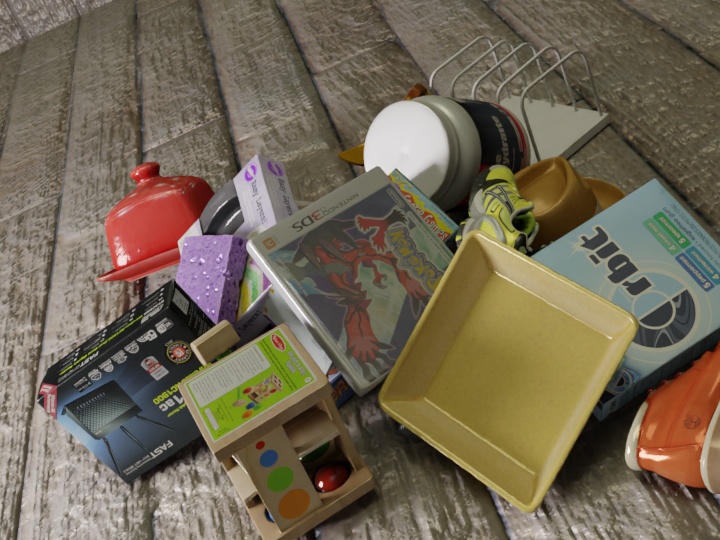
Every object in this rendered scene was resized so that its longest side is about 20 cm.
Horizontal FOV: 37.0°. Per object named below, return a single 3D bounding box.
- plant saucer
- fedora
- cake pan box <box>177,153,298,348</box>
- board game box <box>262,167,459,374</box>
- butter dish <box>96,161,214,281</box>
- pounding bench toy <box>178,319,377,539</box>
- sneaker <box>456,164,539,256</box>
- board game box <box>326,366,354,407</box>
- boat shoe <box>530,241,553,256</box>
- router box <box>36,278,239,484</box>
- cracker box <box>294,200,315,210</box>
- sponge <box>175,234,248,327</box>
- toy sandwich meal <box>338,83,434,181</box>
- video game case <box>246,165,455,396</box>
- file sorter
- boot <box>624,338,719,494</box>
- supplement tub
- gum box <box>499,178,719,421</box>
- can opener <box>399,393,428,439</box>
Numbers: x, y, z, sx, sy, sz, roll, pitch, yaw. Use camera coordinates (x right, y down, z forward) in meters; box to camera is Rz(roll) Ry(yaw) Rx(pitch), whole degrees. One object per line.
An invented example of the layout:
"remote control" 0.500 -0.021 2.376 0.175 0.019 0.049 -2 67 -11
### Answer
"plant saucer" 0.141 0.093 1.021 0.199 0.048 0.202 31 94 33
"fedora" 0.221 -0.072 1.271 0.198 0.083 0.202 -17 32 11
"cake pan box" -0.146 -0.018 1.344 0.184 0.052 0.202 -41 48 28
"board game box" 0.000 0.000 1.197 0.103 0.105 0.200 43 61 9
"butter dish" -0.286 -0.082 1.545 0.197 0.150 0.200 -19 7 9
"pounding bench toy" -0.093 0.153 1.088 0.123 0.157 0.200 -30 33 -10
"sneaker" 0.157 -0.052 1.161 0.075 0.076 0.201 -11 30 20
"board game box" -0.051 0.109 1.243 0.199 0.035 0.135 -40 34 -23
"boat shoe" 0.211 0.006 1.172 0.198 0.072 0.071 16 64 34
"router box" -0.234 0.126 1.191 0.199 0.150 0.062 -34 27 15
"cracker box" -0.040 -0.047 1.381 0.133 0.059 0.199 1 12 -39
"sponge" -0.194 0.057 1.308 0.111 0.030 0.203 -1 76 47
"toy sandwich meal" 0.038 -0.168 1.468 0.205 0.070 0.205 -41 -7 -6
"video game case" 0.010 0.004 1.121 0.181 0.023 0.201 -31 72 -26
"file sorter" 0.212 -0.233 1.478 0.138 0.126 0.199 -39 34 -21
"boot" 0.306 0.106 0.965 0.106 0.076 0.201 -2 39 41
"supplement tub" 0.109 -0.141 1.327 0.139 0.143 0.199 2 5 36
"gum box" 0.266 0.025 1.067 0.198 0.045 0.171 -31 60 -10
"can opener" 0.062 0.092 1.164 0.066 0.054 0.201 6 41 15
